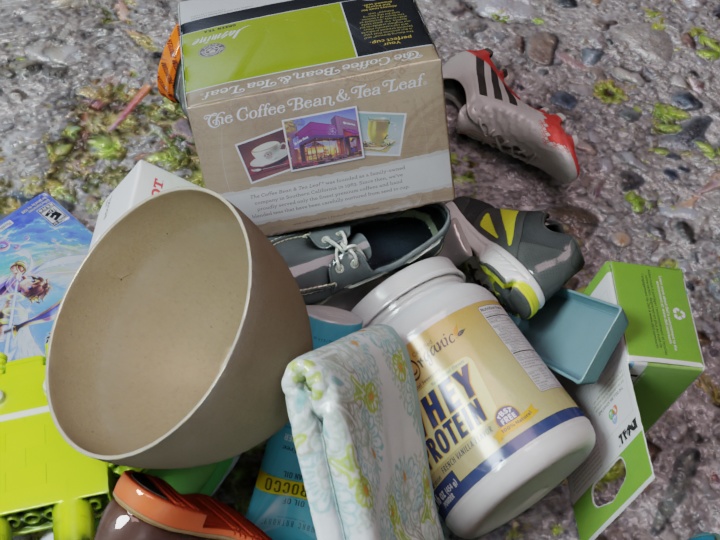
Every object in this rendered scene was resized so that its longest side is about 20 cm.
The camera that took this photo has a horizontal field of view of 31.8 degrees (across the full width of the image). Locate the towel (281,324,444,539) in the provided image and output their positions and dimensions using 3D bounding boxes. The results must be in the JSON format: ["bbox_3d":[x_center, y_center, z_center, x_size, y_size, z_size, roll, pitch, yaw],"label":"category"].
[{"bbox_3d":[0.010,0.147,0.911,0.048,0.171,0.201,-13,91,17],"label":"towel"}]

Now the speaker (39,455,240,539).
[{"bbox_3d":[-0.172,0.180,0.991,0.088,0.089,0.200,29,55,11],"label":"speaker"}]

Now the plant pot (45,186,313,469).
[{"bbox_3d":[-0.111,0.059,0.917,0.199,0.134,0.202,-20,55,31],"label":"plant pot"}]

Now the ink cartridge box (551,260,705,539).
[{"bbox_3d":[0.227,0.117,1.068,0.075,0.148,0.201,5,54,-15],"label":"ink cartridge box"}]

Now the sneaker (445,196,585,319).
[{"bbox_3d":[0.141,-0.022,1.159,0.084,0.075,0.200,-29,31,-4],"label":"sneaker"}]

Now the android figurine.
[{"bbox_3d":[-0.250,0.136,0.958,0.181,0.041,0.201,-10,48,-3],"label":"android figurine"}]

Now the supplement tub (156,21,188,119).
[{"bbox_3d":[-0.090,-0.175,1.238,0.199,0.123,0.123,26,54,9],"label":"supplement tub"}]

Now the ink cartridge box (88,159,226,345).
[{"bbox_3d":[-0.129,0.018,1.072,0.199,0.084,0.145,24,50,-23],"label":"ink cartridge box"}]

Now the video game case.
[{"bbox_3d":[-0.288,0.046,1.092,0.181,0.046,0.200,39,57,16],"label":"video game case"}]

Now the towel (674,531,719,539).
[{"bbox_3d":[0.164,0.223,0.985,0.198,0.147,0.022,1,72,-8],"label":"towel"}]

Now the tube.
[{"bbox_3d":[-0.042,0.130,1.011,0.077,0.201,0.050,12,11,3],"label":"tube"}]

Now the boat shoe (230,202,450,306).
[{"bbox_3d":[-0.012,-0.019,1.026,0.199,0.062,0.073,-14,72,-30],"label":"boat shoe"}]

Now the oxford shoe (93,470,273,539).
[{"bbox_3d":[-0.124,0.210,0.946,0.071,0.200,0.073,28,85,44],"label":"oxford shoe"}]

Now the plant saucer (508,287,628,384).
[{"bbox_3d":[0.171,0.051,1.087,0.019,0.200,0.070,30,89,-16],"label":"plant saucer"}]

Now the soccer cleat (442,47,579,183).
[{"bbox_3d":[0.146,-0.151,1.303,0.085,0.069,0.200,-29,61,-17],"label":"soccer cleat"}]

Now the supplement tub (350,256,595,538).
[{"bbox_3d":[0.083,0.103,1.048,0.144,0.145,0.200,-26,67,-26],"label":"supplement tub"}]

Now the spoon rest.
[{"bbox_3d":[0.000,0.000,1.097,0.199,0.061,0.100,-11,69,-29],"label":"spoon rest"}]

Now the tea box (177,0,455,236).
[{"bbox_3d":[-0.040,-0.143,1.051,0.199,0.134,0.197,-11,36,-2],"label":"tea box"}]
